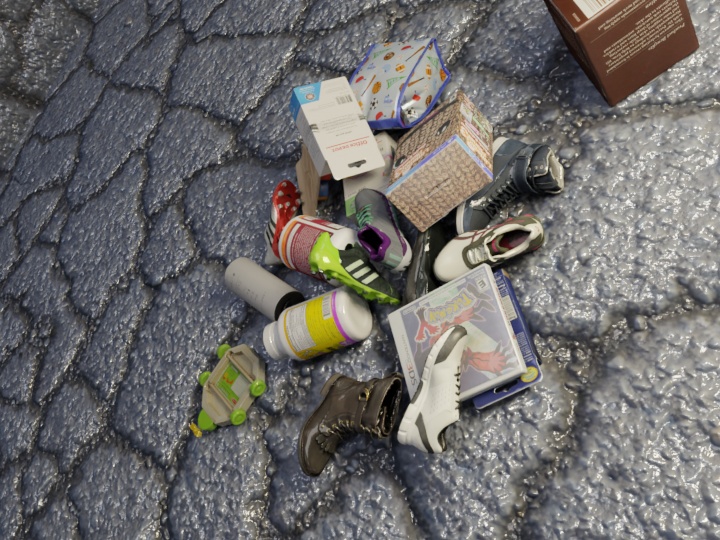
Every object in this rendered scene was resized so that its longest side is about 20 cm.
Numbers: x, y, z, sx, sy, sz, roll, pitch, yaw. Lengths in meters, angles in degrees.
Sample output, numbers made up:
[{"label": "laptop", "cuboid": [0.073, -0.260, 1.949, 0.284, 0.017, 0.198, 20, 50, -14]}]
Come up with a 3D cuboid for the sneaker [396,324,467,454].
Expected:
[{"label": "sneaker", "cuboid": [0.127, 0.182, 1.028, 0.079, 0.073, 0.203, 22, 96, 25]}]

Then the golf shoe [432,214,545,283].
[{"label": "golf shoe", "cuboid": [0.202, -0.037, 1.111, 0.198, 0.088, 0.078, -26, 86, 19]}]

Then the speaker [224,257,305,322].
[{"label": "speaker", "cuboid": [-0.200, 0.043, 1.406, 0.199, 0.081, 0.082, 28, 85, 43]}]

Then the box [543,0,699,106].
[{"label": "box", "cuboid": [0.412, -0.417, 1.099, 0.165, 0.200, 0.166, -33, 50, 18]}]

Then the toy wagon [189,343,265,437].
[{"label": "toy wagon", "cuboid": [-0.273, 0.249, 1.380, 0.155, 0.039, 0.201, 34, 90, 44]}]

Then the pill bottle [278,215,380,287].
[{"label": "pill bottle", "cuboid": [-0.059, -0.034, 1.316, 0.199, 0.113, 0.114, 20, 79, 43]}]

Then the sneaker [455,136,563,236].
[{"label": "sneaker", "cuboid": [0.255, -0.131, 1.150, 0.145, 0.077, 0.204, 20, 79, 45]}]

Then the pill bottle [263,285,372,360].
[{"label": "pill bottle", "cuboid": [-0.084, 0.105, 1.267, 0.198, 0.104, 0.106, -22, 55, 28]}]

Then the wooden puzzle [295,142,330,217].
[{"label": "wooden puzzle", "cuboid": [-0.093, -0.234, 1.448, 0.201, 0.046, 0.187, 111, 154, -50]}]

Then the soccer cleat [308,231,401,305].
[{"label": "soccer cleat", "cuboid": [0.000, 0.000, 1.197, 0.067, 0.198, 0.082, -8, 58, 57]}]

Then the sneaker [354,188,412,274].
[{"label": "sneaker", "cuboid": [0.023, -0.086, 1.214, 0.075, 0.087, 0.201, -48, 48, 23]}]

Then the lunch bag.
[{"label": "lunch bag", "cuboid": [0.064, -0.360, 1.384, 0.168, 0.124, 0.201, 6, 55, 40]}]

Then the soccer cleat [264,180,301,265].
[{"label": "soccer cleat", "cuboid": [-0.175, -0.104, 1.476, 0.085, 0.068, 0.203, -31, 50, 45]}]

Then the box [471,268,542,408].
[{"label": "box", "cuboid": [0.210, 0.111, 1.084, 0.120, 0.032, 0.202, -30, 52, 22]}]

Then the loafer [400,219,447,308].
[{"label": "loafer", "cuboid": [0.107, -0.011, 1.206, 0.072, 0.073, 0.203, -9, 60, 37]}]

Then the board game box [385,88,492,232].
[{"label": "board game box", "cuboid": [0.142, -0.195, 1.193, 0.159, 0.097, 0.201, -36, 24, 31]}]

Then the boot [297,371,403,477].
[{"label": "boot", "cuboid": [-0.016, 0.257, 1.131, 0.173, 0.069, 0.203, -2, 63, 52]}]

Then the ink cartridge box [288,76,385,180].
[{"label": "ink cartridge box", "cuboid": [-0.046, -0.259, 1.302, 0.115, 0.068, 0.202, -19, 76, -21]}]

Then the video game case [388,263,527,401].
[{"label": "video game case", "cuboid": [0.146, 0.113, 1.080, 0.199, 0.023, 0.185, -30, 61, 27]}]

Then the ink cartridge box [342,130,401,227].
[{"label": "ink cartridge box", "cuboid": [0.025, -0.196, 1.370, 0.116, 0.067, 0.202, -24, 54, 25]}]
